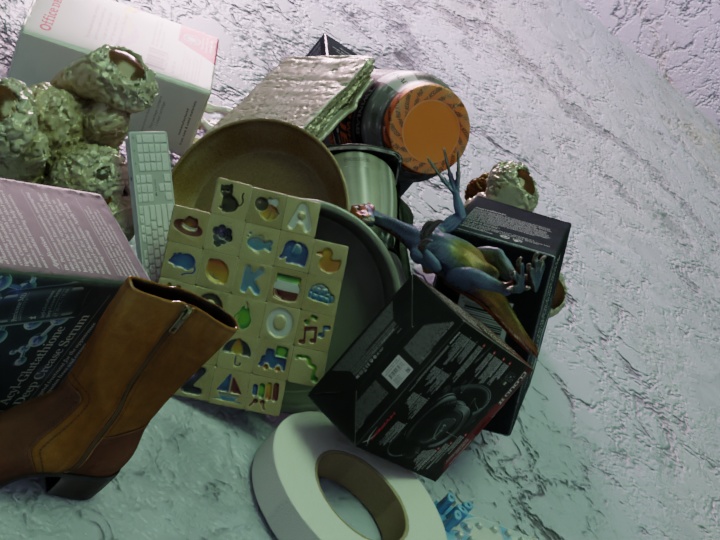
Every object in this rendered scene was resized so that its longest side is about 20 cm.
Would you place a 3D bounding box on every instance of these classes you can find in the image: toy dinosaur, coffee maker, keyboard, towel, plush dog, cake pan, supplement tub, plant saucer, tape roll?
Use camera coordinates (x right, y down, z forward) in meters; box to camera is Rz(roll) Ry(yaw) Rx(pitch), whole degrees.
[{"bbox_3d":[0.075,-0.007,1.452,0.181,0.201,0.105,10,24,27],"label":"toy dinosaur"},{"bbox_3d":[0.000,0.000,1.578,0.192,0.134,0.201,62,18,-51],"label":"coffee maker"},{"bbox_3d":[-0.185,-0.027,1.390,0.056,0.011,0.201,-9,94,-54],"label":"keyboard"},{"bbox_3d":[-0.077,-0.170,1.620,0.200,0.132,0.035,-49,130,-38],"label":"towel"},{"bbox_3d":[-0.271,-0.091,1.402,0.200,0.160,0.172,-25,84,-39],"label":"plush dog"},{"bbox_3d":[-0.061,0.032,1.421,0.200,0.200,0.037,38,-1,-7],"label":"cake pan"},{"bbox_3d":[0.165,-0.030,1.902,0.172,0.160,0.201,-33,106,-77],"label":"plush dog"},{"bbox_3d":[0.038,-0.163,1.692,0.122,0.123,0.200,30,-4,-22],"label":"supplement tub"},{"bbox_3d":[-0.103,-0.049,1.492,0.200,0.200,0.035,51,4,20],"label":"plant saucer"},{"bbox_3d":[-0.008,0.213,1.365,0.202,0.037,0.203,33,25,-18],"label":"tape roll"}]

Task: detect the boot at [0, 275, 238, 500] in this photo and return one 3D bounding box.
[{"bbox_3d":[-0.210,0.085,1.094,0.188,0.200,0.069,20,32,-37],"label":"boot"}]

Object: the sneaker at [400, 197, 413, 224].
[{"bbox_3d":[-0.017,-0.076,1.729,0.199,0.076,0.115,21,3,-19],"label":"sneaker"}]

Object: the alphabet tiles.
[{"bbox_3d":[-0.102,0.024,1.371,0.166,0.201,0.006,13,-8,-13],"label":"alphabet tiles"}]

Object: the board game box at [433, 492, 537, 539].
[{"bbox_3d":[0.169,0.319,1.462,0.200,0.026,0.200,26,29,-31],"label":"board game box"}]

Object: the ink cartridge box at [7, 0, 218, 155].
[{"bbox_3d":[-0.256,-0.215,1.586,0.199,0.086,0.148,17,31,-10],"label":"ink cartridge box"}]

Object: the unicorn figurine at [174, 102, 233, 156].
[{"bbox_3d":[-0.128,-0.161,1.709,0.137,0.074,0.200,15,44,4],"label":"unicorn figurine"}]

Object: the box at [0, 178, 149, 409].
[{"bbox_3d":[-0.286,0.018,1.137,0.200,0.149,0.107,7,41,-50],"label":"box"}]

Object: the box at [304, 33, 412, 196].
[{"bbox_3d":[-0.013,-0.179,1.898,0.148,0.107,0.200,31,27,-23],"label":"box"}]

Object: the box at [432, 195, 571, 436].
[{"bbox_3d":[0.138,0.042,1.596,0.117,0.197,0.200,15,15,9],"label":"box"}]

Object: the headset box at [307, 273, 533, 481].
[{"bbox_3d":[0.064,0.106,1.411,0.077,0.149,0.200,44,6,30],"label":"headset box"}]
